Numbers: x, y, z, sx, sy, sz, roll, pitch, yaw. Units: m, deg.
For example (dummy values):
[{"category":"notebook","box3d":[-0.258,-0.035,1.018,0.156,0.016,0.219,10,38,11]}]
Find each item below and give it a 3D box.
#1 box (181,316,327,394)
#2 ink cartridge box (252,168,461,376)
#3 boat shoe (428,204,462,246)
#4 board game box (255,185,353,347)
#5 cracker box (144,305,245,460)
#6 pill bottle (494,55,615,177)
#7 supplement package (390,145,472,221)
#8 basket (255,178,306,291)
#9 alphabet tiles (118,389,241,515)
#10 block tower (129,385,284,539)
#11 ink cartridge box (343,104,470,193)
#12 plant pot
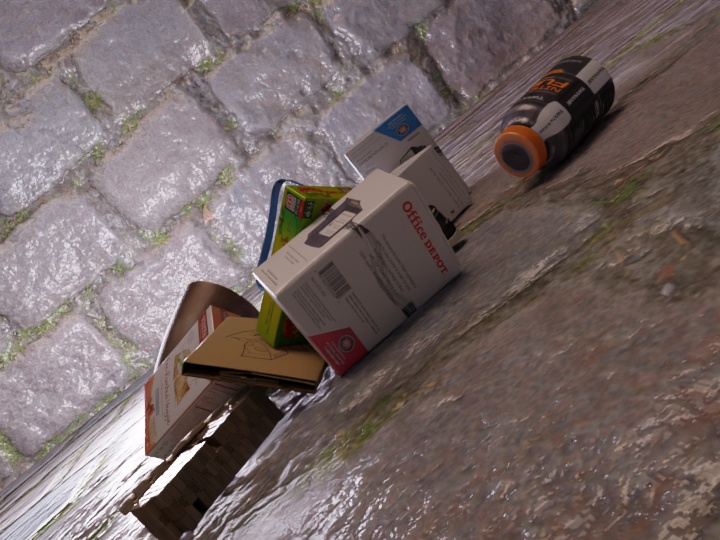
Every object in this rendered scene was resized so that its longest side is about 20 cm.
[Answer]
[{"category":"box","box3d":[-0.121,0.103,0.905,0.163,0.021,0.200,7,14,4]},{"category":"ink cartridge box","box3d":[0.000,0.000,0.830,0.200,0.145,0.084,-40,33,-8]},{"category":"boat shoe","box3d":[0.050,-0.006,0.977,0.200,0.068,0.072,-44,8,-5]},{"category":"board game box","box3d":[-0.062,-0.006,0.891,0.101,0.200,0.048,-4,27,-40]},{"category":"cracker box","box3d":[-0.245,0.167,1.028,0.200,0.058,0.134,-46,38,23]},{"category":"pill bottle","box3d":[0.271,-0.214,0.997,0.200,0.106,0.106,-45,10,-30]},{"category":"supplement package","box3d":[0.065,-0.091,1.162,0.200,0.121,0.120,-45,11,-32]},{"category":"basket","box3d":[-0.070,-0.032,1.037,0.200,0.177,0.139,19,13,32]},{"category":"alphabet tiles","box3d":[-0.223,0.234,0.905,0.196,0.015,0.200,-49,-7,34]},{"category":"block tower","box3d":[-0.163,0.210,0.791,0.054,0.058,0.200,-31,14,42]},{"category":"ink cartridge box","box3d":[0.086,-0.184,1.298,0.146,0.200,0.086,-38,10,7]},{"category":"plant pot","box3d":[-0.307,0.155,1.353,0.187,0.187,0.200,-28,27,50]}]
